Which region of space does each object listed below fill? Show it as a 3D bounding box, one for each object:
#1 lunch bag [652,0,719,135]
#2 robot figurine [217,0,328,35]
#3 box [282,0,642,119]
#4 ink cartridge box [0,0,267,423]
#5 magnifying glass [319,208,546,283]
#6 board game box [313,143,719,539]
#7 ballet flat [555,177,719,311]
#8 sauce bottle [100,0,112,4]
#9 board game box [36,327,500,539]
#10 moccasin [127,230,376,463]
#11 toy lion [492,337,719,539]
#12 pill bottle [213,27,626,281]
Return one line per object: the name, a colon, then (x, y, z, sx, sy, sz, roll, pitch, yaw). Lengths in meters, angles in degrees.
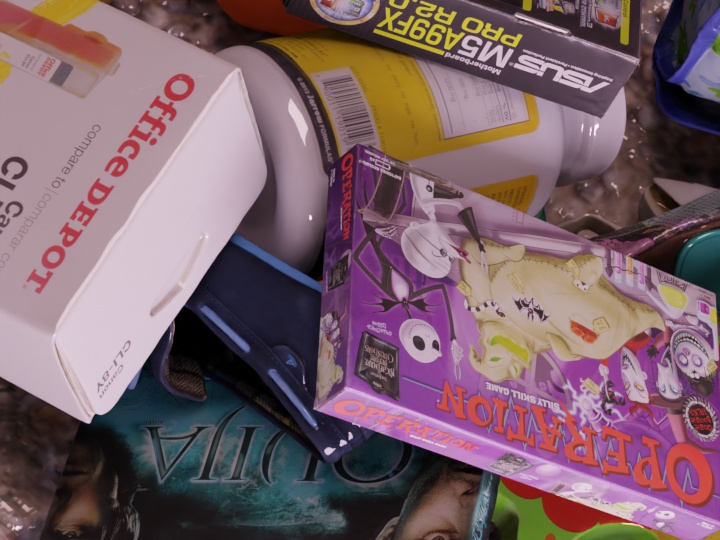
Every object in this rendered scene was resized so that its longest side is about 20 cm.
lunch bag: (0.246, -0.117, 1.175, 0.169, 0.200, 0.128, 17, 81, 0)
robot figurine: (0.000, -0.172, 1.169, 0.199, 0.145, 0.117, 15, 48, 32)
box: (0.054, -0.180, 1.066, 0.159, 0.044, 0.201, 17, 51, -13)
ink cartridge box: (-0.160, -0.050, 0.963, 0.199, 0.084, 0.146, 26, 68, 18)
magnifying glass: (0.000, 0.000, 1.114, 0.199, 0.023, 0.080, -22, 27, -17)
board game box: (0.072, 0.033, 0.973, 0.199, 0.032, 0.121, 21, 58, -27)
ballet flat: (0.141, -0.007, 1.150, 0.199, 0.069, 0.071, -17, 47, -22)
sauce bottle: (-0.152, -0.148, 1.124, 0.064, 0.065, 0.200, 28, 50, 6)
board game box: (-0.035, 0.083, 1.000, 0.198, 0.028, 0.136, -2, 47, 20)
moccasin: (-0.070, 0.021, 0.996, 0.199, 0.081, 0.068, 22, 64, 38)
toy lion: (0.120, 0.097, 1.039, 0.191, 0.069, 0.201, 25, 61, -4)
pill bottle: (0.024, -0.064, 1.070, 0.199, 0.112, 0.112, -14, 59, -32)
